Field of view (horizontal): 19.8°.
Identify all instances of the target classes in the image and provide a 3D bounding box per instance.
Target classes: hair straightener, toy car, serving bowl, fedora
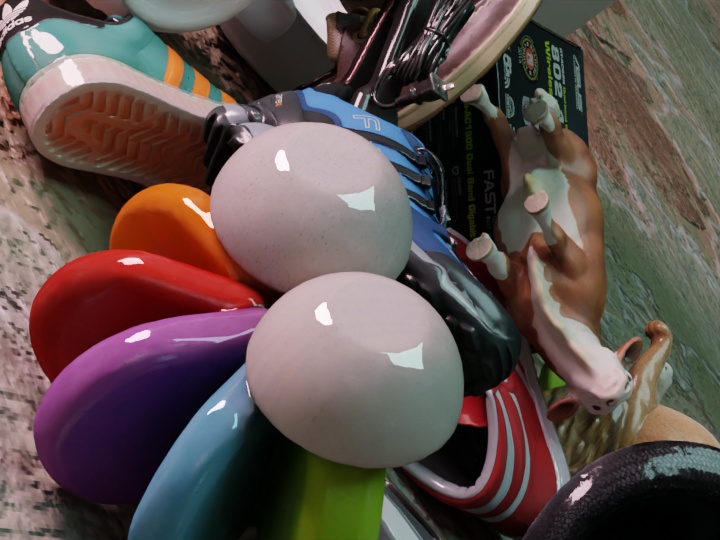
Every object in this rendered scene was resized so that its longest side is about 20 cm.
[{"bbox_3d":[0.025,-0.092,1.033,0.041,0.077,0.201,49,61,-38],"label":"hair straightener"},{"bbox_3d":[-0.056,0.047,0.812,0.149,0.176,0.201,3,44,-20],"label":"toy car"},{"bbox_3d":[-0.042,-0.163,1.275,0.200,0.066,0.201,45,21,-23],"label":"serving bowl"},{"bbox_3d":[0.147,0.177,1.071,0.201,0.201,0.091,46,-9,-20],"label":"fedora"}]

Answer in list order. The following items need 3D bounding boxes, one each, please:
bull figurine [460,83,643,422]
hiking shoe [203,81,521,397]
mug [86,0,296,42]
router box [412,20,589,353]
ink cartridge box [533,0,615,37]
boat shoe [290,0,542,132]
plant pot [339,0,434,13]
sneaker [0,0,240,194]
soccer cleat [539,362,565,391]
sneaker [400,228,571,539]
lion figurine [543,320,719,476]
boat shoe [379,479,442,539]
[{"bbox_3d":[0.104,-0.014,1.140,0.122,0.065,0.201,55,22,-44],"label":"bull figurine"},{"bbox_3d":[0.014,-0.026,0.922,0.086,0.075,0.200,-27,53,-28],"label":"hiking shoe"},{"bbox_3d":[-0.096,-0.194,1.061,0.200,0.147,0.176,44,12,-47],"label":"mug"},{"bbox_3d":[0.091,-0.053,1.283,0.150,0.062,0.202,12,74,-63],"label":"router box"},{"bbox_3d":[0.074,-0.214,1.426,0.148,0.199,0.144,57,22,9],"label":"ink cartridge box"},{"bbox_3d":[0.006,-0.108,1.097,0.072,0.199,0.072,52,7,-12],"label":"boat shoe"},{"bbox_3d":[0.028,-0.220,1.181,0.092,0.201,0.202,14,39,-29],"label":"plant pot"},{"bbox_3d":[-0.101,-0.082,1.003,0.200,0.071,0.080,27,30,-58],"label":"sneaker"},{"bbox_3d":[0.177,0.114,1.357,0.200,0.065,0.084,38,-4,-29],"label":"soccer cleat"},{"bbox_3d":[0.047,0.048,1.127,0.112,0.071,0.201,27,35,-58],"label":"sneaker"},{"bbox_3d":[0.186,0.111,1.191,0.199,0.123,0.073,25,-31,17],"label":"lion figurine"},{"bbox_3d":[0.038,0.171,0.923,0.200,0.070,0.066,51,20,14],"label":"boat shoe"}]
